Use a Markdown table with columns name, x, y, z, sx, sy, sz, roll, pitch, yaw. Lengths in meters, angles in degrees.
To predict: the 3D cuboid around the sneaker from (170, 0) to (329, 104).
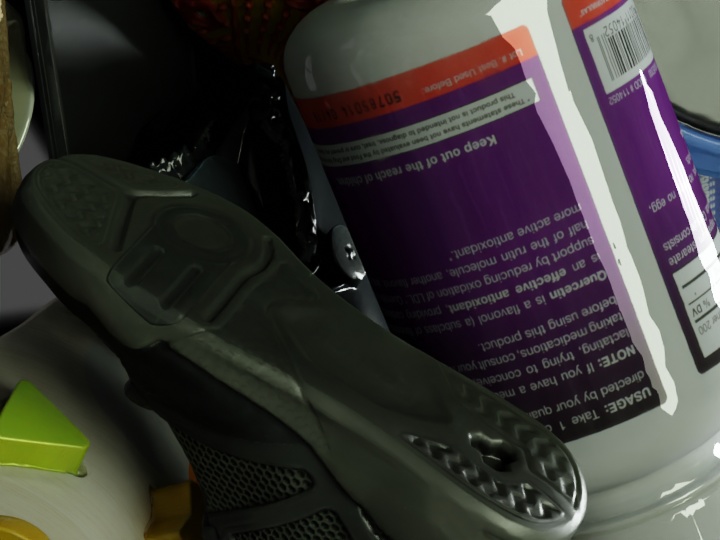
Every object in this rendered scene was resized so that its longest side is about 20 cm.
| name | x | y | z | sx | sy | sz | roll | pitch | yaw |
| --- | --- | --- | --- | --- | --- | --- | --- | --- | --- |
| sneaker | -0.017 | -0.104 | 0.892 | 0.200 | 0.073 | 0.078 | 55 | 47 | -58 |

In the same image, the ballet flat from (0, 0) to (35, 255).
| name | x | y | z | sx | sy | sz | roll | pitch | yaw |
| --- | --- | --- | --- | --- | --- | --- | --- | --- | --- |
| ballet flat | -0.135 | -0.094 | 0.821 | 0.072 | 0.067 | 0.201 | 1 | 82 | -61 |

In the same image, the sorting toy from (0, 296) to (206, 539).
| name | x | y | z | sx | sy | sz | roll | pitch | yaw |
| --- | --- | --- | --- | --- | --- | --- | --- | --- | --- |
| sorting toy | -0.081 | 0.093 | 0.828 | 0.201 | 0.106 | 0.180 | 57 | 33 | -19 |

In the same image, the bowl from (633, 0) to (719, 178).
| name | x | y | z | sx | sy | sz | roll | pitch | yaw |
| --- | --- | --- | --- | --- | --- | --- | --- | --- | --- |
| bowl | 0.143 | -0.133 | 0.891 | 0.199 | 0.039 | 0.202 | 0 | 90 | -9 |

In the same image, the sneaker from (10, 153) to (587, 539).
| name | x | y | z | sx | sy | sz | roll | pitch | yaw |
| --- | --- | --- | --- | --- | --- | --- | --- | --- | --- |
| sneaker | -0.037 | 0.053 | 0.775 | 0.199 | 0.115 | 0.076 | 35 | 34 | 7 |

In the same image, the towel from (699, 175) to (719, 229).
| name | x | y | z | sx | sy | sz | roll | pitch | yaw |
| --- | --- | --- | --- | --- | --- | --- | --- | --- | --- |
| towel | 0.132 | -0.073 | 0.962 | 0.199 | 0.024 | 0.145 | -18 | 133 | -8 |

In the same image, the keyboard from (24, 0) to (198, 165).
| name | x | y | z | sx | sy | sz | roll | pitch | yaw |
| --- | --- | --- | --- | --- | --- | --- | --- | --- | --- |
| keyboard | -0.093 | -0.127 | 0.861 | 0.104 | 0.039 | 0.201 | -30 | 122 | -48 |

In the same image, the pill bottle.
| name | x | y | z | sx | sy | sz | roll | pitch | yaw |
| --- | --- | --- | --- | --- | --- | --- | --- | --- | --- |
| pill bottle | 0.059 | -0.005 | 0.812 | 0.112 | 0.112 | 0.201 | -31 | 104 | -40 |

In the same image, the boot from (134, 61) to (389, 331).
| name | x | y | z | sx | sy | sz | roll | pitch | yaw |
| --- | --- | --- | --- | --- | --- | --- | --- | --- | --- |
| boot | 0.000 | 0.000 | 0.892 | 0.169 | 0.076 | 0.200 | 62 | 35 | -11 |
